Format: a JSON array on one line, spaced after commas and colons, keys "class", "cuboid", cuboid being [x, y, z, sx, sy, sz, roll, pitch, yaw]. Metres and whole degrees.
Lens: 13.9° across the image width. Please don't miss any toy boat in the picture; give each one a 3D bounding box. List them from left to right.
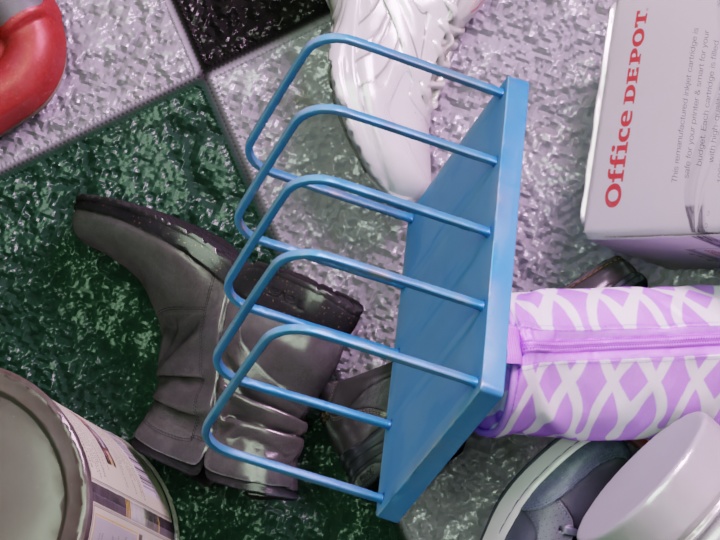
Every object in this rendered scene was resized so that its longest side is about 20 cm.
[{"class": "toy boat", "cuboid": [-0.275, -0.122, 1.696, 0.200, 0.131, 0.131, -33, 74, 2]}]

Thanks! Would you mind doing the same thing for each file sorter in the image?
[{"class": "file sorter", "cuboid": [0.000, 0.000, 1.531, 0.122, 0.139, 0.201, 17, 53, -14]}]

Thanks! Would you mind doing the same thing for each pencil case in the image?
[{"class": "pencil case", "cuboid": [0.150, 0.048, 1.557, 0.199, 0.085, 0.084, -4, 84, -20]}]

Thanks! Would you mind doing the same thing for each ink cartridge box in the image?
[{"class": "ink cartridge box", "cuboid": [0.226, -0.081, 1.572, 0.199, 0.083, 0.147, -1, 75, 45]}]

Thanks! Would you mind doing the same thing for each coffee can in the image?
[{"class": "coffee can", "cuboid": [-0.190, 0.139, 1.589, 0.146, 0.200, 0.147, -2, 77, 10]}]

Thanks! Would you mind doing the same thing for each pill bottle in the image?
[{"class": "pill bottle", "cuboid": [0.214, 0.174, 1.521, 0.200, 0.113, 0.113, 44, 89, -6]}]

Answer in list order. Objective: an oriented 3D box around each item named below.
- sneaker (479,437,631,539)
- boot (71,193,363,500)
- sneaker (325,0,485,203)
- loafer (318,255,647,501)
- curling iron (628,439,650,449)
[{"class": "sneaker", "cuboid": [0.116, 0.194, 1.566, 0.146, 0.077, 0.203, 36, 96, 38]}, {"class": "boot", "cuboid": [-0.104, 0.043, 1.655, 0.200, 0.070, 0.132, 25, 94, 31]}, {"class": "sneaker", "cuboid": [0.028, -0.136, 1.673, 0.099, 0.078, 0.201, -11, 77, 5]}, {"class": "loafer", "cuboid": [0.065, 0.045, 1.630, 0.200, 0.073, 0.072, -33, 70, 1]}, {"class": "curling iron", "cuboid": [0.203, 0.111, 1.611, 0.200, 0.026, 0.050, 41, 91, 15]}]
